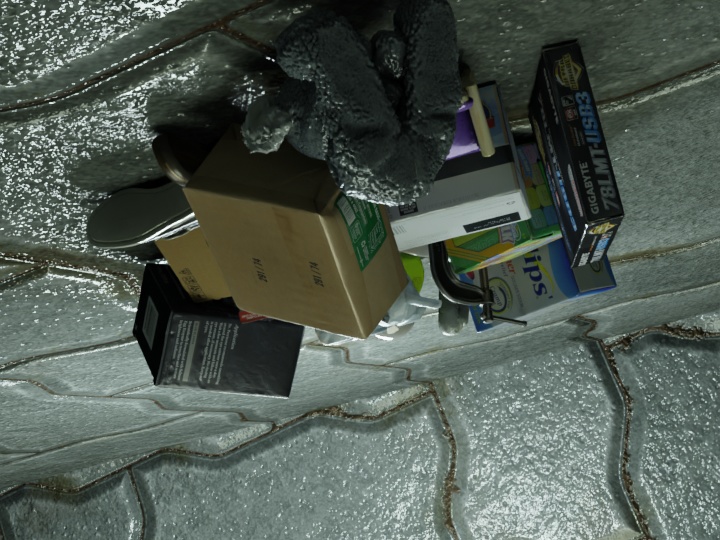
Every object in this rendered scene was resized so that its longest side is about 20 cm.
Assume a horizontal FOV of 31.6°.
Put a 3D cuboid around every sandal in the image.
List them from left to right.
[{"bbox_3d":[-0.150,-0.121,1.421,0.054,0.082,0.199,-41,148,22],"label":"sandal"}]

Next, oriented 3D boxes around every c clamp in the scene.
[{"bbox_3d":[0.148,-0.023,1.737,0.169,0.203,0.027,6,159,-42],"label":"c clamp"}]

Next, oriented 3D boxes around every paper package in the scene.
[{"bbox_3d":[-0.065,-0.039,1.348,0.188,0.104,0.201,12,142,30],"label":"paper package"}]

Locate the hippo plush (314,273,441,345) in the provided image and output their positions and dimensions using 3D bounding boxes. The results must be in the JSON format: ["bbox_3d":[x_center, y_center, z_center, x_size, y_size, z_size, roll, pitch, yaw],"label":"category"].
[{"bbox_3d":[0.000,0.000,1.646,0.157,0.163,0.200,-16,174,-4],"label":"hippo plush"}]

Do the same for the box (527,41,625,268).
[{"bbox_3d":[0.238,-0.123,1.421,0.049,0.203,0.199,-13,167,2],"label":"box"}]

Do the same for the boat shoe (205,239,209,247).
[{"bbox_3d":[-0.153,-0.032,1.506,0.067,0.073,0.200,3,175,3],"label":"boat shoe"}]

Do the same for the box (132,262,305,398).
[{"bbox_3d":[-0.206,0.083,1.816,0.197,0.119,0.197,8,-163,-23],"label":"box"}]

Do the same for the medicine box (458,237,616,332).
[{"bbox_3d":[0.237,-0.030,1.808,0.102,0.185,0.199,-10,170,-44],"label":"medicine box"}]

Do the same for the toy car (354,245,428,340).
[{"bbox_3d":[0.003,0.004,1.892,0.198,0.178,0.149,2,-164,-45],"label":"toy car"}]

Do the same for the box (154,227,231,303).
[{"bbox_3d":[-0.175,-0.034,1.632,0.161,0.022,0.201,-11,142,12],"label":"box"}]

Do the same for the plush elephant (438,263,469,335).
[{"bbox_3d":[0.200,0.002,1.998,0.152,0.167,0.200,2,-164,3],"label":"plush elephant"}]

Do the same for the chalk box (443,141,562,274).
[{"bbox_3d":[0.204,-0.090,1.651,0.123,0.126,0.199,-14,171,-40],"label":"chalk box"}]

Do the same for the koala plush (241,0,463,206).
[{"bbox_3d":[-0.017,-0.152,1.197,0.176,0.187,0.199,-18,-168,-31],"label":"koala plush"}]

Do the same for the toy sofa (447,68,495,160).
[{"bbox_3d":[0.039,-0.140,1.357,0.197,0.084,0.098,-15,-157,11],"label":"toy sofa"}]

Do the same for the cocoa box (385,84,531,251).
[{"bbox_3d":[0.085,-0.113,1.477,0.197,0.133,0.133,-14,166,9],"label":"cocoa box"}]

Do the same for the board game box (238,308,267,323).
[{"bbox_3d":[-0.117,0.026,1.738,0.101,0.020,0.200,-14,-165,-2],"label":"board game box"}]

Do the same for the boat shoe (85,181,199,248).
[{"bbox_3d":[-0.234,-0.072,1.524,0.198,0.075,0.060,-24,159,14],"label":"boat shoe"}]
